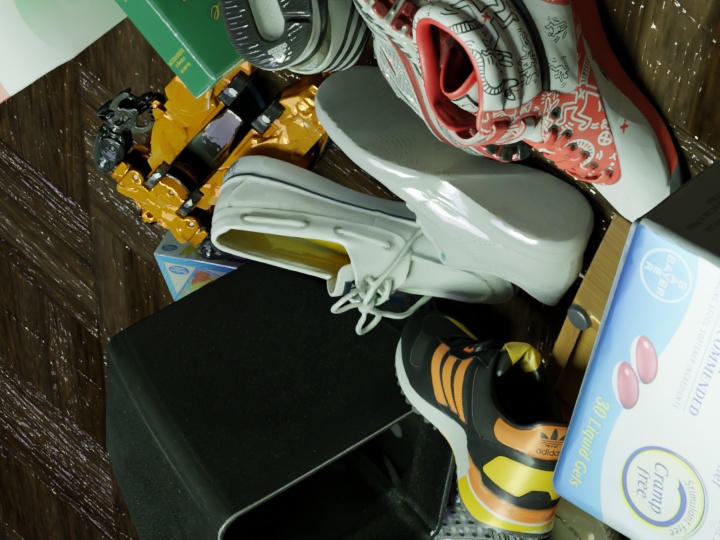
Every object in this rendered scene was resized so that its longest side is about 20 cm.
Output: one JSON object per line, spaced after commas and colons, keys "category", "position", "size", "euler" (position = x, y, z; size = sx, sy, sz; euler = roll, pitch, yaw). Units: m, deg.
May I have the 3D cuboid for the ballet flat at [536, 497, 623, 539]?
{"category": "ballet flat", "position": [0.146, 0.188, 1.639], "size": [0.067, 0.046, 0.200], "euler": [-3, 125, 36]}

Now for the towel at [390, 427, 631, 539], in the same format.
{"category": "towel", "position": [0.101, 0.154, 1.692], "size": [0.200, 0.035, 0.193], "euler": [5, 132, 34]}

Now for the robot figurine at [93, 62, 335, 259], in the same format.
{"category": "robot figurine", "position": [-0.090, -0.089, 1.612], "size": [0.145, 0.058, 0.200], "euler": [41, 137, -6]}

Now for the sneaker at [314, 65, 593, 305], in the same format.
{"category": "sneaker", "position": [0.049, -0.045, 1.504], "size": [0.200, 0.075, 0.089], "euler": [37, 147, 22]}

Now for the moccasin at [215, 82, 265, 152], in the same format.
{"category": "moccasin", "position": [-0.102, -0.066, 1.728], "size": [0.080, 0.068, 0.200], "euler": [37, 152, 24]}

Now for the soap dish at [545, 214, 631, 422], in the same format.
{"category": "soap dish", "position": [0.195, 0.080, 1.440], "size": [0.200, 0.081, 0.157], "euler": [43, 154, 15]}

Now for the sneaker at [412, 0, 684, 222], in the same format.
{"category": "sneaker", "position": [0.098, -0.084, 1.338], "size": [0.067, 0.108, 0.202], "euler": [12, 136, 52]}

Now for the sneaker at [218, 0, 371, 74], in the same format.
{"category": "sneaker", "position": [-0.047, -0.205, 1.443], "size": [0.076, 0.115, 0.201], "euler": [-19, 78, 26]}

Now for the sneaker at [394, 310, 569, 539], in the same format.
{"category": "sneaker", "position": [0.082, 0.069, 1.472], "size": [0.200, 0.070, 0.090], "euler": [-115, 39, -52]}

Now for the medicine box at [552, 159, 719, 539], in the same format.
{"category": "medicine box", "position": [0.224, 0.073, 1.262], "size": [0.200, 0.103, 0.183], "euler": [30, 127, 23]}

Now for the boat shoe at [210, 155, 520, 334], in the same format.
{"category": "boat shoe", "position": [0.000, -0.003, 1.551], "size": [0.201, 0.086, 0.075], "euler": [20, 146, -3]}

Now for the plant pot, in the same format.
{"category": "plant pot", "position": [-0.066, 0.113, 1.637], "size": [0.177, 0.199, 0.200], "euler": [47, 152, 27]}

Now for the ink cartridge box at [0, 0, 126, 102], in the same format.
{"category": "ink cartridge box", "position": [-0.266, -0.193, 1.662], "size": [0.161, 0.200, 0.050], "euler": [55, 153, -14]}

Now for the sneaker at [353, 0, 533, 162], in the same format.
{"category": "sneaker", "position": [0.027, -0.145, 1.405], "size": [0.082, 0.078, 0.200], "euler": [4, 129, 59]}

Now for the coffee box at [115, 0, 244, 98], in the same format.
{"category": "coffee box", "position": [-0.115, -0.216, 1.483], "size": [0.200, 0.123, 0.044], "euler": [49, 153, -3]}

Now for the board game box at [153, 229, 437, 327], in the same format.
{"category": "board game box", "position": [-0.036, 0.037, 1.727], "size": [0.200, 0.034, 0.135], "euler": [10, 140, 26]}
